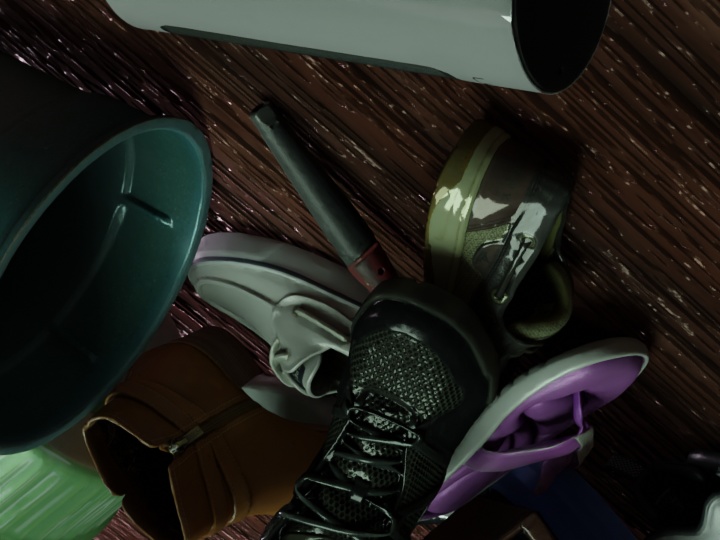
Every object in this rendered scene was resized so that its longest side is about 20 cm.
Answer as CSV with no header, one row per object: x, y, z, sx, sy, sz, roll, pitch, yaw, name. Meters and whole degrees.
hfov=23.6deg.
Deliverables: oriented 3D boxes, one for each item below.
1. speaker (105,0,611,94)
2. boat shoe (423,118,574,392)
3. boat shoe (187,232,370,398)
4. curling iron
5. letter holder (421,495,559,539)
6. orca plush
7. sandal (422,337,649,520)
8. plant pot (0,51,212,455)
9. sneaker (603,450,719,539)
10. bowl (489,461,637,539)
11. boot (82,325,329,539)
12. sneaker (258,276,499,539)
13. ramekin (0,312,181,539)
-0.005,-0.121,0.659,0.198,0.082,0.081,13,150,32,speaker
0.069,0.011,0.825,0.066,0.072,0.202,26,150,20,boat shoe
-0.020,0.041,0.980,0.198,0.066,0.072,24,154,14,boat shoe
0.000,0.000,0.886,0.025,0.050,0.201,-12,115,40,curling iron
0.053,0.208,0.943,0.101,0.142,0.200,53,173,1,letter holder
0.002,0.109,1.117,0.198,0.071,0.107,5,101,26,orca plush
0.090,0.095,0.911,0.203,0.082,0.050,-46,61,48,sandal
-0.216,-0.037,0.927,0.195,0.201,0.201,30,156,18,plant pot
0.190,0.150,0.952,0.139,0.078,0.200,32,148,4,sneaker
0.144,0.189,0.996,0.201,0.039,0.201,53,173,9,bowl
-0.066,0.126,1.019,0.077,0.155,0.200,-39,90,25,boot
0.008,0.092,0.822,0.076,0.115,0.200,25,144,5,sneaker
-0.198,0.068,1.071,0.200,0.201,0.097,41,126,-21,ramekin
